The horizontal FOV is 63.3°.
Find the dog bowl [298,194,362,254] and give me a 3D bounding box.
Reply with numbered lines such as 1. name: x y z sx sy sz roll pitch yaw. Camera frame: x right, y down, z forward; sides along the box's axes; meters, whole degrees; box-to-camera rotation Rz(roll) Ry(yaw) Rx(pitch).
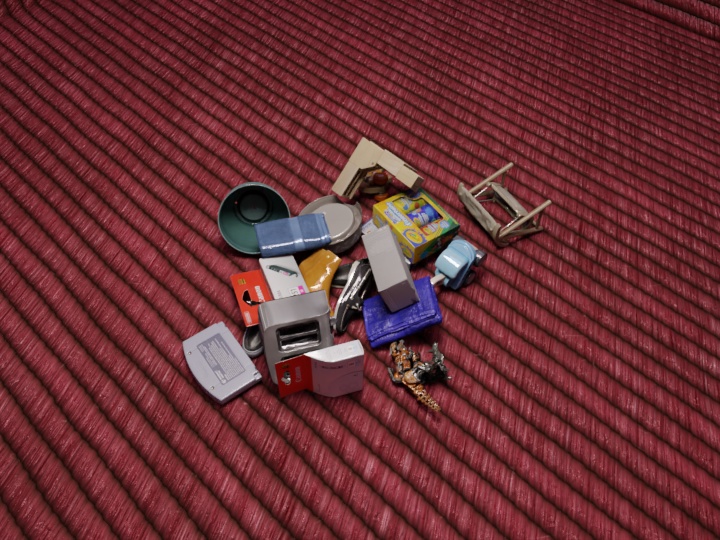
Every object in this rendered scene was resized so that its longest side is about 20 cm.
1. dog bowl: -0.085 -0.129 1.692 0.198 0.059 0.201 -8 49 9

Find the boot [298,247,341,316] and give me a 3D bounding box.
1. boot: -0.095 0.028 1.552 0.144 0.071 0.201 -48 56 0

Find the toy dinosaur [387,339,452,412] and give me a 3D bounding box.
1. toy dinosaur: 0.144 0.252 1.422 0.135 0.102 0.201 -26 74 -4

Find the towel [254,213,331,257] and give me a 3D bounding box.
1. towel: -0.184 -0.094 1.592 0.198 0.049 0.112 -10 53 -10

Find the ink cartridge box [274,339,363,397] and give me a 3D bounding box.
1. ink cartridge box: -0.091 0.245 1.352 0.198 0.161 0.047 -14 52 -13

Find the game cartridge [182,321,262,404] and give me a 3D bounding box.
1. game cartridge: -0.348 0.228 1.435 0.133 0.041 0.200 -27 57 -26

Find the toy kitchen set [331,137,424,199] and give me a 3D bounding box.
1. toy kitchen set: 0.065 -0.253 1.717 0.200 0.163 0.181 37 103 15

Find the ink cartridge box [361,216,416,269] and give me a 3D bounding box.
1. ink cartridge box: 0.127 -0.112 1.725 0.199 0.041 0.199 36 58 24

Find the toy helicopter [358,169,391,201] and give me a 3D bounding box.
1. toy helicopter: 0.040 -0.305 1.869 0.131 0.079 0.201 7 40 14

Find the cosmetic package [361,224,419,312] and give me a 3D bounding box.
1. cosmetic package: 0.077 -0.007 1.499 0.090 0.107 0.201 -22 46 11

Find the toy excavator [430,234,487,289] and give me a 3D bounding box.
1. toy excavator: 0.226 0.011 1.582 0.100 0.195 0.199 40 32 26

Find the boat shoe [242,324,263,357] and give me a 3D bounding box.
1. boat shoe: -0.252 0.128 1.505 0.068 0.057 0.201 14 52 8

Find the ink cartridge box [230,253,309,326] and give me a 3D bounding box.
1. ink cartridge box: -0.233 0.044 1.505 0.172 0.044 0.201 -12 44 -19

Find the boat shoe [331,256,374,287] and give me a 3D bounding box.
1. boat shoe: -0.001 -0.002 1.619 0.199 0.063 0.074 -9 56 -7

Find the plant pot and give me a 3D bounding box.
1. plant pot: -0.304 -0.166 1.669 0.198 0.202 0.134 -7 25 -8

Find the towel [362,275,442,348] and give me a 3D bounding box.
1. towel: 0.102 0.102 1.500 0.199 0.050 0.149 -22 52 12

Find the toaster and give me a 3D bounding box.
1. toaster: -0.156 0.156 1.395 0.198 0.182 0.119 -11 30 -12

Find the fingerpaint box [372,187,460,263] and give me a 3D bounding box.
1. fingerpaint box: 0.157 -0.137 1.671 0.166 0.074 0.200 -26 55 -22

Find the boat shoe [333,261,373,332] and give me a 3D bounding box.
1. boat shoe: -0.016 0.073 1.528 0.060 0.074 0.201 15 67 15

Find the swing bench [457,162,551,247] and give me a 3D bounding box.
1. swing bench: 0.421 -0.189 1.748 0.199 0.130 0.200 -24 57 -14
